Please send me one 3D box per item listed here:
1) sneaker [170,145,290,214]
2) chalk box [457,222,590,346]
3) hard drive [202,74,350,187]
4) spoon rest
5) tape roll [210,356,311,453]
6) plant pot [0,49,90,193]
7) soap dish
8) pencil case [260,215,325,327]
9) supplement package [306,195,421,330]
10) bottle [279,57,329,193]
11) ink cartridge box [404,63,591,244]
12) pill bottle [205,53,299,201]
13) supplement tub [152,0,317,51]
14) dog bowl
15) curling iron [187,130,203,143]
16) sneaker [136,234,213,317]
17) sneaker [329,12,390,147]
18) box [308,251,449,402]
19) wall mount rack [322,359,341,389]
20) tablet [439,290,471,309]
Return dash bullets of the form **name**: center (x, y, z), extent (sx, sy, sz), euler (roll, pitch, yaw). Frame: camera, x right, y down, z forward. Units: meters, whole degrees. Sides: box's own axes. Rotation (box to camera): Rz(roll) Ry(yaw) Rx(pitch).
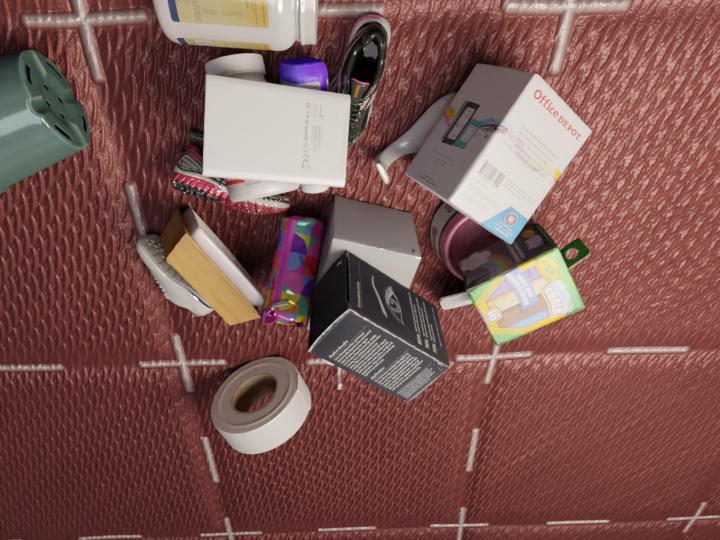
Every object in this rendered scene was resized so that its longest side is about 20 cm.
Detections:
- **sneaker**: center (-0.210, -0.147, 0.886), extent (0.200, 0.081, 0.075), euler (18, 79, -26)
- **chalk box**: center (0.284, 0.012, 0.880), extent (0.200, 0.124, 0.124), euler (-26, 111, 14)
- **hard drive**: center (-0.116, -0.191, 0.736), extent (0.200, 0.027, 0.132), euler (1, 98, -20)
- **spoon rest**: center (0.111, -0.218, 0.864), extent (0.200, 0.061, 0.099), euler (-29, 123, 2)
- **tape roll**: center (-0.208, 0.278, 1.104), extent (0.202, 0.203, 0.071), euler (-16, 124, 9)
- **plant pot**: center (-0.527, -0.213, 0.763), extent (0.196, 0.200, 0.201), euler (-19, 124, 2)
- **soap dish**: center (-0.265, -0.005, 0.928), extent (0.081, 0.157, 0.200), euler (-39, 121, -6)
- **pencil case**: center (-0.118, 0.002, 0.922), extent (0.088, 0.088, 0.201), euler (12, 80, -10)
- **supplement package**: center (0.000, 0.000, 0.946), extent (0.151, 0.151, 0.200), euler (12, 124, -10)
- **bottle**: center (-0.081, -0.222, 0.819), extent (0.065, 0.084, 0.200), euler (-17, 124, -23)
- **ink cartridge box**: center (0.201, -0.177, 0.788), extent (0.147, 0.146, 0.200), euler (28, 102, -32)
- **pill bottle**: center (-0.166, -0.212, 0.790), extent (0.112, 0.112, 0.200), euler (-11, 103, 5)
- **supplement tub**: center (-0.155, -0.368, 0.686), extent (0.199, 0.145, 0.145), euler (2, 125, -4)
- **dog bowl**: center (0.229, -0.060, 0.960), extent (0.200, 0.074, 0.201), euler (-1, 125, -1)
- **curling iron**: center (-0.184, -0.205, 0.872), extent (0.199, 0.026, 0.050), euler (10, 117, -9)
- **sneaker**: center (-0.354, 0.017, 0.997), extent (0.080, 0.076, 0.200), euler (-24, 122, 26)
- **sneaker**: center (-0.010, -0.276, 0.791), extent (0.080, 0.086, 0.200), euler (10, 125, -7)
- **box**: center (0.027, 0.089, 0.828), extent (0.200, 0.148, 0.104), euler (32, 119, -21)
- **wall mount rack**: center (0.015, 0.181, 1.120), extent (0.199, 0.075, 0.174), euler (2, 125, -4)
- **tablet**: center (0.254, 0.042, 1.020), extent (0.200, 0.014, 0.130), euler (-15, 167, 9)
